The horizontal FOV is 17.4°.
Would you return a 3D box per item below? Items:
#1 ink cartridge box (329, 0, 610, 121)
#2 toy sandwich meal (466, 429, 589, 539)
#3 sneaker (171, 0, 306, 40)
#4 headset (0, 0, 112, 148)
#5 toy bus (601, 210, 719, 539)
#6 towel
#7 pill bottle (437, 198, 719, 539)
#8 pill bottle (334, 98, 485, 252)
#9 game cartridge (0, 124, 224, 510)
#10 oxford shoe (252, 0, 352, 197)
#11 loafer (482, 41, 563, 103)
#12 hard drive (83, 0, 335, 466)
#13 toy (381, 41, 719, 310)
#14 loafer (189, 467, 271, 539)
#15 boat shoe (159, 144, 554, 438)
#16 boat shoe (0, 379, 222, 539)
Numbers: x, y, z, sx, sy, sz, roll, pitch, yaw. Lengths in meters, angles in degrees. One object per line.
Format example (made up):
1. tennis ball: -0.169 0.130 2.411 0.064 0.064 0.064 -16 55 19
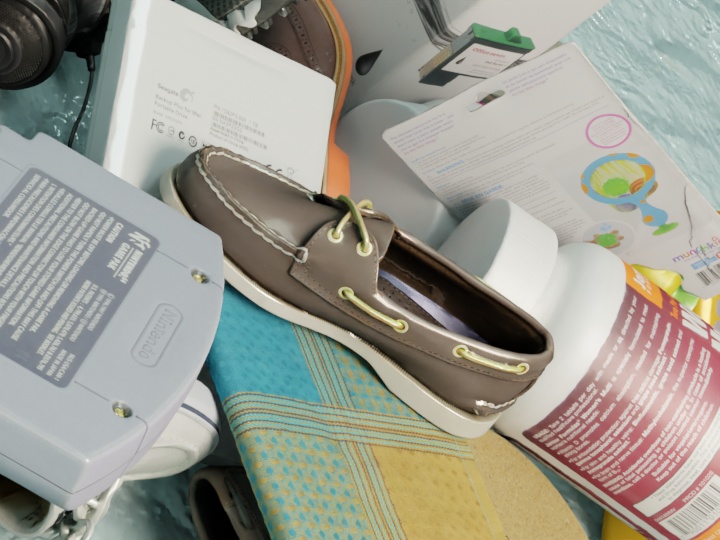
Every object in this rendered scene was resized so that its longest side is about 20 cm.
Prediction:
1. ink cartridge box: 0.037 -0.172 1.323 0.084 0.200 0.147 12 49 -48
2. toy sandwich meal: 0.046 0.152 1.146 0.205 0.070 0.206 33 37 -29
3. sneaker: -0.080 -0.162 1.181 0.066 0.200 0.091 -38 107 -20
4. headset: -0.146 -0.134 1.145 0.201 0.093 0.123 66 30 -12
5. toy bus: 0.185 0.066 1.327 0.078 0.065 0.202 5 90 -50
6. towel: 0.002 0.092 1.057 0.146 0.022 0.201 14 41 -39
7. pill bottle: 0.125 0.056 1.206 0.199 0.110 0.110 36 35 -16
8. pill bottle: 0.071 -0.034 1.318 0.199 0.113 0.114 8 53 -50
9. game cartridge: -0.128 0.017 0.965 0.133 0.042 0.200 34 28 -5
10. oxford shoe: -0.051 -0.095 1.261 0.072 0.071 0.201 23 42 -31
11. loafer: 0.059 -0.147 1.479 0.199 0.063 0.072 35 69 -23
12. hard drive: -0.077 -0.016 1.108 0.131 0.026 0.202 23 68 -40
13. toy: 0.113 -0.045 1.222 0.200 0.115 0.047 46 32 -34
14. loafer: -0.039 0.168 1.014 0.063 0.072 0.201 21 35 -29
15. boat shoe: 0.000 0.000 1.086 0.199 0.060 0.072 36 34 -14
16. boat shoe: -0.132 0.086 0.971 0.201 0.074 0.087 9 52 -46
